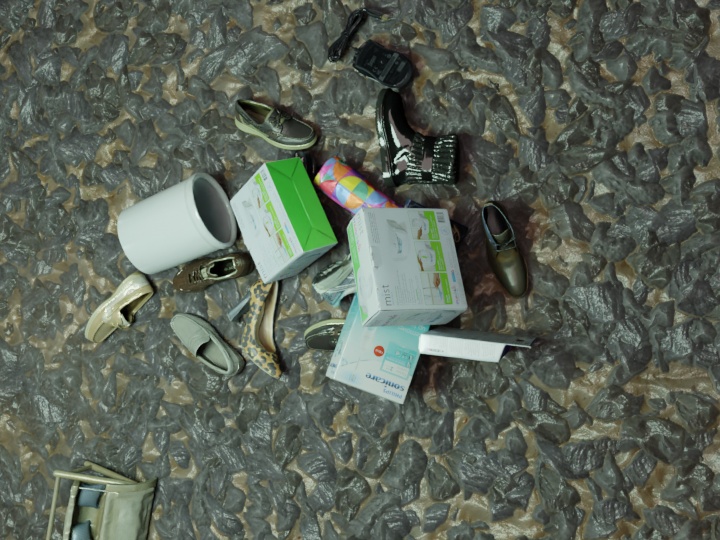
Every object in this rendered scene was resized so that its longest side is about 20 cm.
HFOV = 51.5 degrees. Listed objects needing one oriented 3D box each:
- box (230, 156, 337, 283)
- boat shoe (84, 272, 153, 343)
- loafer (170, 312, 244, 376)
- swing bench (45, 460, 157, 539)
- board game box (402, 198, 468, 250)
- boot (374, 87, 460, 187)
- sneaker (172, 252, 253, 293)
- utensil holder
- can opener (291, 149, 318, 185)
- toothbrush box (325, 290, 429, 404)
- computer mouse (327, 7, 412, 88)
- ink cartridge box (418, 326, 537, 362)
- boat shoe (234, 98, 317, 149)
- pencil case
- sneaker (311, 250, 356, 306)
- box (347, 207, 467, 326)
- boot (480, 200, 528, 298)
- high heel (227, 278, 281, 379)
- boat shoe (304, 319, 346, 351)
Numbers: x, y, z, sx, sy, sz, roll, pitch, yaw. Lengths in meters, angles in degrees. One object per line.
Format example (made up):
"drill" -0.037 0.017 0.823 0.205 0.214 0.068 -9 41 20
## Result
"box" -0.165 -0.100 1.543 0.176 0.096 0.201 -36 75 49
"boat shoe" -0.549 0.097 1.703 0.069 0.074 0.200 44 99 20
"loafer" -0.343 0.160 1.640 0.200 0.070 0.070 33 97 15
"swing bench" -0.579 0.553 1.666 0.199 0.130 0.200 9 90 16
"board game box" 0.113 -0.025 1.501 0.135 0.035 0.201 24 95 -10
"boot" 0.120 -0.271 1.511 0.157 0.079 0.212 -4 97 23
"sneaker" -0.337 0.000 1.642 0.199 0.076 0.071 -18 83 15
"utensil holder" -0.396 -0.097 1.619 0.199 0.170 0.171 -21 82 18
"can opener" -0.126 -0.158 1.595 0.063 0.079 0.201 8 103 24
"toothbrush box" 0.038 0.136 1.434 0.146 0.085 0.201 23 82 -10
"computer mouse" 0.041 -0.465 1.567 0.199 0.046 0.141 28 92 21
"ink cartridge box" 0.226 0.141 1.404 0.199 0.196 0.044 7 91 17
"boat shoe" -0.188 -0.316 1.604 0.199 0.065 0.073 18 60 16
"pencil case" -0.003 -0.156 1.544 0.200 0.088 0.088 40 99 14
"sneaker" 0.000 0.000 1.553 0.200 0.078 0.086 -32 114 1
"box" 0.083 -0.007 1.367 0.176 0.097 0.201 -2 68 -21
"boot" 0.273 -0.041 1.448 0.074 0.097 0.201 -20 82 15
"high heel" -0.192 0.119 1.593 0.143 0.071 0.200 -43 68 17
"boat shoe" -0.024 0.142 1.528 0.199 0.073 0.065 -8 44 17
